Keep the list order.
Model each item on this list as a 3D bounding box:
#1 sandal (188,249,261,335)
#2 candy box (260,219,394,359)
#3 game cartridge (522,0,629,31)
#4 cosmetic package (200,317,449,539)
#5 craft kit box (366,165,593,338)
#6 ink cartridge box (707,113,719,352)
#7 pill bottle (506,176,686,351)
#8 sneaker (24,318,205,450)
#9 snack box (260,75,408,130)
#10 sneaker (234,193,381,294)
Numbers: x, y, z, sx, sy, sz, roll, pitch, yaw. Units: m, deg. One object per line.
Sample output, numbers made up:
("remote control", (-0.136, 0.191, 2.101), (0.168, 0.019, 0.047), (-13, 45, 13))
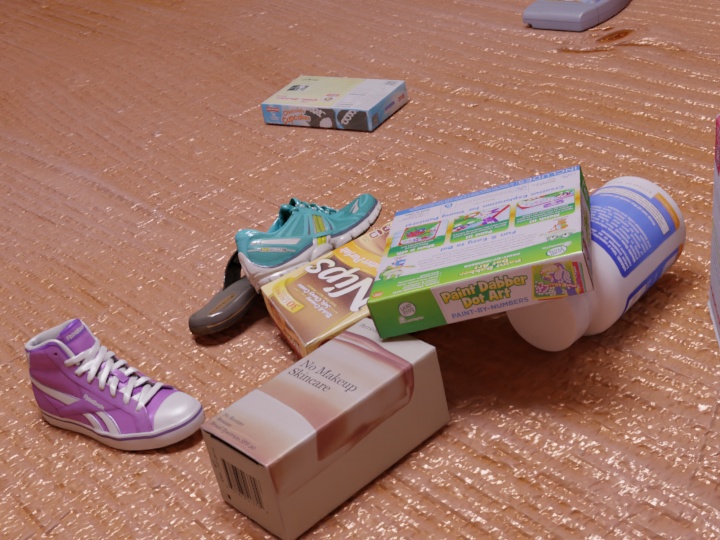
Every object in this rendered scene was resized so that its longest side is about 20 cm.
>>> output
("sandal", (-0.130, 0.002, 1.290), (0.082, 0.055, 0.200), (-10, 25, 49))
("candy box", (0.010, 0.021, 1.190), (0.199, 0.055, 0.115), (-27, 41, -14))
("game cartridge", (0.389, -0.468, 1.975), (0.133, 0.042, 0.200), (9, 35, 39))
("cosmetic package", (-0.028, 0.135, 1.005), (0.200, 0.088, 0.103), (-32, 34, -33))
("craft kit box", (0.118, -0.022, 1.070), (0.199, 0.049, 0.198), (-14, 21, 17))
("ink cartridge box", (0.370, -0.026, 1.038), (0.083, 0.201, 0.145), (-1, 30, 10))
("pill bottle", (0.232, -0.005, 1.136), (0.112, 0.113, 0.200), (16, 39, 39))
("sneaker", (-0.248, 0.106, 1.106), (0.199, 0.115, 0.073), (5, 31, 24))
("snack box", (-0.041, -0.260, 1.754), (0.199, 0.037, 0.116), (9, 34, 31))
("sneaker", (-0.054, -0.048, 1.266), (0.200, 0.080, 0.077), (-30, 0, -39))
